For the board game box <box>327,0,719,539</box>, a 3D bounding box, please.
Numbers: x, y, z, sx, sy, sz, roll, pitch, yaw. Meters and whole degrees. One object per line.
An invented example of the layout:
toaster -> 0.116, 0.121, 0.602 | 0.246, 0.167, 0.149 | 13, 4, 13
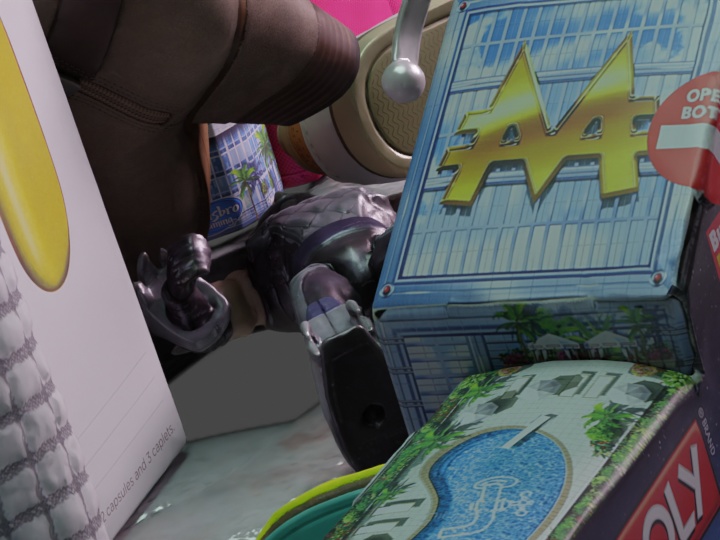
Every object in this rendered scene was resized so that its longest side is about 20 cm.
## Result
board game box -> 0.045, 0.060, 0.522 | 0.062, 0.200, 0.200 | -4, 24, 32

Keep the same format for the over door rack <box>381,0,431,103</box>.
over door rack -> 0.090, -0.055, 0.908 | 0.148, 0.067, 0.200 | 13, 19, -29

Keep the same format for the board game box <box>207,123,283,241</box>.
board game box -> -0.153, -0.088, 1.075 | 0.200, 0.200, 0.062 | -12, 21, 15

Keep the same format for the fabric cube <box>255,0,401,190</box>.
fabric cube -> -0.089, -0.153, 1.190 | 0.196, 0.199, 0.200 | -5, 24, 27

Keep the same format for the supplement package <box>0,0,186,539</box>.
supplement package -> -0.170, 0.006, 0.849 | 0.151, 0.200, 0.152 | -8, 23, 25

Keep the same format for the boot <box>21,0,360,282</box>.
boot -> -0.102, -0.051, 0.962 | 0.146, 0.070, 0.200 | 11, -39, -43

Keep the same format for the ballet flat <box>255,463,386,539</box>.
ballet flat -> 0.074, 0.070, 0.709 | 0.200, 0.067, 0.067 | -7, 2, 17

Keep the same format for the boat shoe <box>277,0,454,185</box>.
boat shoe -> 0.058, -0.080, 1.062 | 0.200, 0.075, 0.068 | -17, 4, -34

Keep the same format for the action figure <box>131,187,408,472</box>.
action figure -> 0.000, 0.000, 0.921 | 0.130, 0.069, 0.200 | -30, 18, -7

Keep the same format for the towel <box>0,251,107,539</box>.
towel -> -0.159, 0.079, 0.688 | 0.200, 0.166, 0.086 | -27, 22, -29
